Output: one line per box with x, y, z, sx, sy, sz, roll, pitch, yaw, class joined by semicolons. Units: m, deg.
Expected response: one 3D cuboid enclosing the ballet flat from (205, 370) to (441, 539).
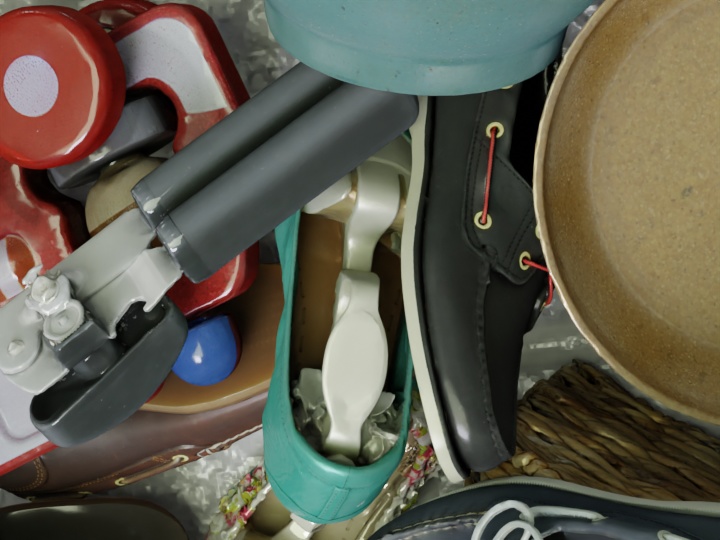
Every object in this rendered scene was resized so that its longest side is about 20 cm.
-0.024;0.106;1.276;0.075;0.064;0.201;35;114;6;ballet flat

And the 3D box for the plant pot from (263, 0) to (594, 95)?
0.026;-0.151;1.125;0.199;0.200;0.135;15;123;15;plant pot

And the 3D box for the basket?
0.118;0.157;1.196;0.199;0.143;0.150;30;112;10;basket

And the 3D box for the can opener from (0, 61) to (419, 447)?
-0.062;-0.016;1.167;0.200;0.066;0.053;-40;45;2;can opener

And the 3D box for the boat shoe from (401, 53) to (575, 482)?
0.051;-0.014;1.163;0.063;0.074;0.203;-5;59;13;boat shoe

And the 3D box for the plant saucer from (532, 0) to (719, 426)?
0.163;-0.038;1.155;0.199;0.035;0.202;-1;99;-5;plant saucer

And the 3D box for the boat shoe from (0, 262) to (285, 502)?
-0.086;0.053;1.287;0.199;0.071;0.070;-15;140;26;boat shoe

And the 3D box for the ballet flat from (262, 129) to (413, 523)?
0.000;0.000;1.192;0.067;0.070;0.201;8;74;-17;ballet flat

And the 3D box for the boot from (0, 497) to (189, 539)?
-0.167;0.136;1.333;0.199;0.076;0.074;-17;104;12;boot

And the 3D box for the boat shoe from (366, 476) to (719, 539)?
0.074;0.119;1.095;0.199;0.062;0.075;4;98;33;boat shoe

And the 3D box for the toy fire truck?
-0.125;-0.015;1.236;0.199;0.112;0.169;-25;89;18;toy fire truck
